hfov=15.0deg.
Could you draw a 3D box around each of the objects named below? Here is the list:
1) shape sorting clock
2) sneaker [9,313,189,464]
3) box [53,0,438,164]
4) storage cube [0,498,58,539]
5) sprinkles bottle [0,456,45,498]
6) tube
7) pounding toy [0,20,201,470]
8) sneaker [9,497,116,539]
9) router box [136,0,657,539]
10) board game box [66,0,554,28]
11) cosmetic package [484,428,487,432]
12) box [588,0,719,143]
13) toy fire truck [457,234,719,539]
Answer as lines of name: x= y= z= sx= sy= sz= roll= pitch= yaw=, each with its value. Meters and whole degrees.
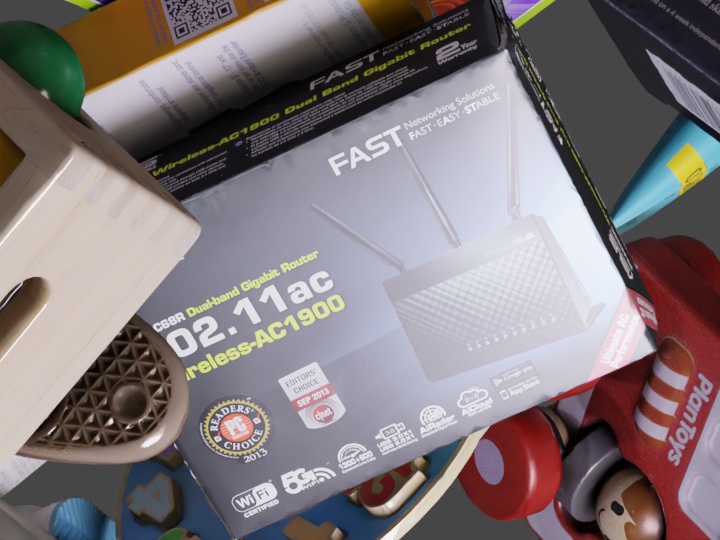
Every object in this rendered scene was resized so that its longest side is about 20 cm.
shape sorting clock: x=-0.026 y=0.069 z=1.198 sx=0.200 sy=0.200 sz=0.039 roll=-42 pitch=127 yaw=-6
sneaker: x=-0.144 y=0.036 z=1.077 sx=0.076 sy=0.199 sz=0.071 roll=43 pitch=64 yaw=-60
box: x=-0.066 y=-0.071 z=1.106 sx=0.199 sy=0.042 sz=0.119 roll=-22 pitch=151 yaw=10
storage cube: x=-0.162 y=0.205 z=1.076 sx=0.180 sy=0.171 sz=0.200 roll=-46 pitch=124 yaw=2
sprinkles bottle: x=-0.187 y=0.084 z=1.160 sx=0.200 sy=0.068 sz=0.068 roll=-39 pitch=140 yaw=-10
tube: x=0.188 y=-0.085 z=1.377 sx=0.200 sy=0.050 sz=0.077 roll=-46 pitch=167 yaw=0
pounding toy: x=-0.178 y=-0.046 z=0.991 sx=0.200 sy=0.184 sz=0.142 roll=-49 pitch=152 yaw=4
sneaker: x=-0.144 y=0.154 z=1.262 sx=0.080 sy=0.077 sz=0.200 roll=-6 pitch=154 yaw=10
router box: x=0.000 y=0.000 z=1.092 sx=0.199 sy=0.062 sz=0.150 roll=-25 pitch=116 yaw=10
board game box: x=-0.012 y=-0.135 z=1.116 sx=0.134 sy=0.045 sz=0.200 roll=-36 pitch=147 yaw=27
cosmetic package: x=-0.006 y=0.092 z=1.308 sx=0.200 sy=0.074 sz=0.102 roll=-50 pitch=165 yaw=5
box: x=0.231 y=-0.145 z=1.287 sx=0.200 sy=0.148 sz=0.104 roll=-44 pitch=141 yaw=-3
toy fire truck: x=0.147 y=0.088 z=1.385 sx=0.112 sy=0.168 sz=0.201 roll=-12 pitch=134 yaw=-35
